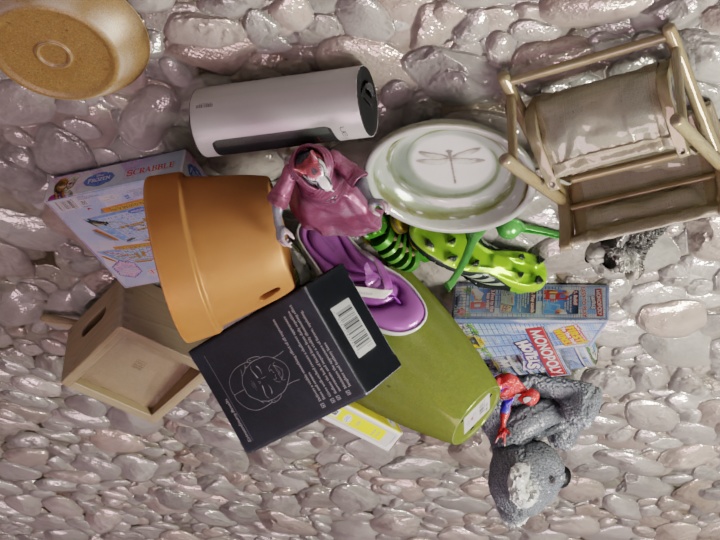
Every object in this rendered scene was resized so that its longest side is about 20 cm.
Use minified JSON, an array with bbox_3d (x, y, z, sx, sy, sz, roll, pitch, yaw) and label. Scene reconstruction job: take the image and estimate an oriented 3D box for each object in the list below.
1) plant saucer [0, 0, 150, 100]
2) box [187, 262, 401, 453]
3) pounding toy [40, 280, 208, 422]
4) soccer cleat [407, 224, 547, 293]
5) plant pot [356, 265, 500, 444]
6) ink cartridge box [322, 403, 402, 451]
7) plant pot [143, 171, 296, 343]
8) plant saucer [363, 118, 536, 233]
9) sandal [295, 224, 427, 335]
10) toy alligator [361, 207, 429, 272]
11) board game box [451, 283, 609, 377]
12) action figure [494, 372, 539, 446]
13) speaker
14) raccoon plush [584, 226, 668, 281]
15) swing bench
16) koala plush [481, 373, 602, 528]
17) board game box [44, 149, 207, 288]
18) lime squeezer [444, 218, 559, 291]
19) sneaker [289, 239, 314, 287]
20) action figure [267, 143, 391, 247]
[{"bbox_3d":[-0.332,-0.247,1.496,0.200,0.035,0.200,4,145,3],"label":"plant saucer"},{"bbox_3d":[-0.080,0.108,1.664,0.200,0.107,0.148,-29,92,30],"label":"box"},{"bbox_3d":[-0.333,0.102,1.935,0.184,0.142,0.200,28,129,-28],"label":"pounding toy"},{"bbox_3d":[0.140,-0.012,1.727,0.200,0.068,0.081,20,155,-19],"label":"soccer cleat"},{"bbox_3d":[0.075,0.125,1.751,0.200,0.187,0.187,38,154,25],"label":"plant pot"},{"bbox_3d":[-0.055,0.146,1.884,0.200,0.198,0.047,33,104,-33],"label":"ink cartridge box"},{"bbox_3d":[-0.158,-0.028,1.590,0.140,0.200,0.200,-14,143,2],"label":"plant pot"},{"bbox_3d":[0.105,-0.120,1.586,0.200,0.050,0.200,5,145,4],"label":"plant saucer"},{"bbox_3d":[-0.005,0.005,1.689,0.203,0.082,0.050,40,165,12],"label":"sandal"},{"bbox_3d":[0.025,-0.048,1.700,0.059,0.054,0.200,-21,137,33],"label":"toy alligator"},{"bbox_3d":[0.249,0.083,1.843,0.200,0.062,0.200,-8,143,22],"label":"board game box"},{"bbox_3d":[0.146,0.174,1.889,0.200,0.099,0.065,11,165,22],"label":"action figure"},{"bbox_3d":[-0.083,-0.176,1.515,0.200,0.081,0.081,-5,143,16],"label":"speaker"},{"bbox_3d":[0.354,-0.054,1.609,0.200,0.097,0.134,-11,149,24],"label":"raccoon plush"},{"bbox_3d":[0.276,-0.134,1.473,0.199,0.130,0.200,-13,146,25],"label":"swing bench"},{"bbox_3d":[0.234,0.261,1.956,0.184,0.200,0.177,10,160,0],"label":"koala plush"},{"bbox_3d":[-0.263,-0.062,1.743,0.200,0.041,0.200,-9,142,21],"label":"board game box"},{"bbox_3d":[0.175,-0.038,1.673,0.200,0.071,0.038,-19,146,-27],"label":"lime squeezer"},{"bbox_3d":[-0.109,0.008,1.748,0.085,0.074,0.200,-37,143,-5],"label":"sneaker"},{"bbox_3d":[-0.035,-0.103,1.518,0.134,0.149,0.200,-11,161,7],"label":"action figure"}]
